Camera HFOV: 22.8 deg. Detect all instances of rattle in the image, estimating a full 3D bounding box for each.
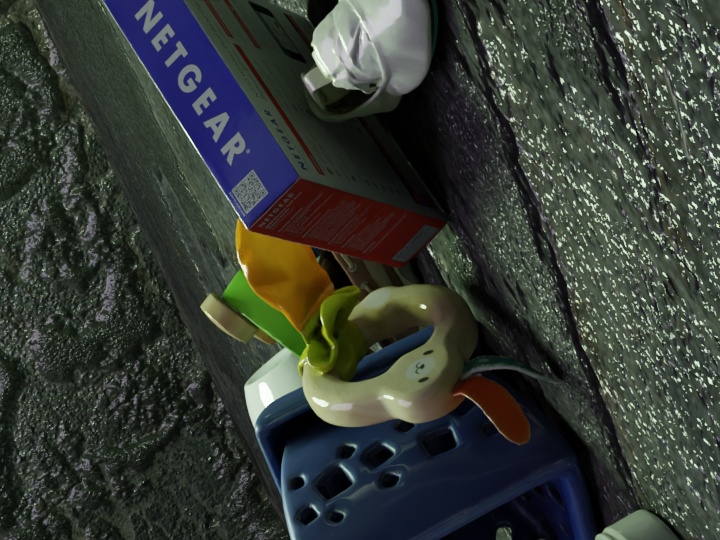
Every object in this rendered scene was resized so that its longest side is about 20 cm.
[{"bbox_3d":[0.023,0.028,1.148,0.200,0.130,0.143,22,131,60],"label":"rattle"}]

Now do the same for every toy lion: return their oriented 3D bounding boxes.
[{"bbox_3d":[-0.019,0.064,1.410,0.192,0.069,0.200,37,-179,7],"label":"toy lion"}]

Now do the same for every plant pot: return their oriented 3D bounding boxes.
[{"bbox_3d":[0.042,0.166,1.261,0.180,0.200,0.200,60,172,40],"label":"plant pot"}]

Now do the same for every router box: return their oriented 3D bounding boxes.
[{"bbox_3d":[-0.053,-0.102,1.154,0.179,0.049,0.200,14,-142,-57],"label":"router box"}]

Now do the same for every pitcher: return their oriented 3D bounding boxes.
[{"bbox_3d":[-0.025,0.165,1.839,0.200,0.121,0.172,51,-174,-7],"label":"pitcher"}]

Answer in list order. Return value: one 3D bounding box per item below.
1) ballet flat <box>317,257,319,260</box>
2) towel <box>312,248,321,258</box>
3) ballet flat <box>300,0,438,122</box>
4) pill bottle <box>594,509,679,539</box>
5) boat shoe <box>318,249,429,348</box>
[{"bbox_3d":[-0.048,-0.027,1.522,0.201,0.072,0.072,58,169,18],"label":"ballet flat"},{"bbox_3d":[-0.072,-0.105,1.411,0.200,0.048,0.112,64,-178,12],"label":"towel"},{"bbox_3d":[0.000,-0.124,1.037,0.070,0.069,0.200,60,169,5],"label":"ballet flat"},{"bbox_3d":[0.111,0.235,1.071,0.114,0.200,0.114,57,170,17],"label":"pill bottle"},{"bbox_3d":[0.000,0.000,1.346,0.076,0.072,0.200,52,166,42],"label":"boat shoe"}]
